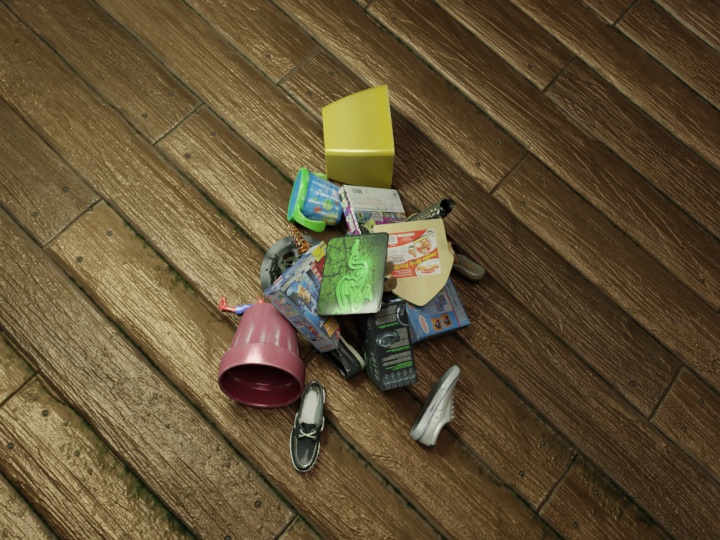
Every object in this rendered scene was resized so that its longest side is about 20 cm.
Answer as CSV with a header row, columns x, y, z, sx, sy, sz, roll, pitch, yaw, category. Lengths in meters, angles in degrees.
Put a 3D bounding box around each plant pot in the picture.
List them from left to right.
x,y,z,sx,sy,sz,roll,pitch,yaw,category
-0.218,0.185,1.574,0.194,0.202,0.182,6,52,-6,plant pot
-0.010,-0.338,1.799,0.171,0.201,0.205,-4,69,-2,plant pot

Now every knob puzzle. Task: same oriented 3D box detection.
x,y,z,sx,sy,sz,roll,pitch,yaw,category
0.127,-0.014,1.646,0.213,0.030,0.226,2,77,-7,knob puzzle

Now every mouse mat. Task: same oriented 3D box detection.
x,y,z,sx,sy,sz,roll,pitch,yaw,category
-0.017,0.006,1.545,0.157,0.008,0.205,-5,61,22,mouse mat

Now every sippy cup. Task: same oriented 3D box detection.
x,y,z,sx,sy,sz,roll,pitch,yaw,category
-0.108,-0.176,1.756,0.127,0.139,0.183,14,76,-14,sippy cup

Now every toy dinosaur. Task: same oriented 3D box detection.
x,y,z,sx,sy,sz,roll,pitch,yaw,category
-0.148,-0.005,1.670,0.133,0.103,0.203,-10,60,-24,toy dinosaur

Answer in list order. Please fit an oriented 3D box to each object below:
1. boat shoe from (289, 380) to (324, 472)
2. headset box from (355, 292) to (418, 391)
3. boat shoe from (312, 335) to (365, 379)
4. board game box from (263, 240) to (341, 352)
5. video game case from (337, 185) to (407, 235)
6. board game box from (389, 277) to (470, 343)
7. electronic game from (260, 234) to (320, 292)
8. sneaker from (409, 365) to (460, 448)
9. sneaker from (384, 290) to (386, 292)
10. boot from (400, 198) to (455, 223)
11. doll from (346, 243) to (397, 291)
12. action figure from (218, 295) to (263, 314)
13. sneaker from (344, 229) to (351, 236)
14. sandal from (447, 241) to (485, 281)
x,y,z,sx,sy,sz,roll,pitch,yaw,category
-0.121,0.354,1.583,0.073,0.061,0.205,5,69,-6,boat shoe
0.056,0.166,1.591,0.090,0.174,0.206,-11,95,-11,headset box
-0.079,0.180,1.649,0.200,0.075,0.066,47,59,1,boat shoe
-0.099,0.073,1.589,0.202,0.061,0.200,58,43,-16,board game box
0.045,-0.124,1.750,0.197,0.036,0.185,-2,67,-45,video game case
0.170,0.085,1.693,0.197,0.036,0.154,-9,70,-43,board game box
-0.152,0.011,1.719,0.194,0.042,0.206,2,77,-7,electronic game
0.193,0.325,1.644,0.070,0.073,0.202,34,77,-4,sneaker
0.092,0.063,1.729,0.105,0.076,0.201,40,74,-6,sneaker
0.144,-0.110,1.707,0.078,0.137,0.201,49,44,-11,boot
0.000,0.000,1.621,0.048,0.139,0.198,-32,33,-32,doll
-0.239,0.093,1.662,0.195,0.065,0.053,13,81,-2,action figure
0.000,-0.089,1.758,0.070,0.080,0.203,23,67,1,sneaker
0.237,-0.038,1.774,0.196,0.055,0.082,27,36,1,sandal
